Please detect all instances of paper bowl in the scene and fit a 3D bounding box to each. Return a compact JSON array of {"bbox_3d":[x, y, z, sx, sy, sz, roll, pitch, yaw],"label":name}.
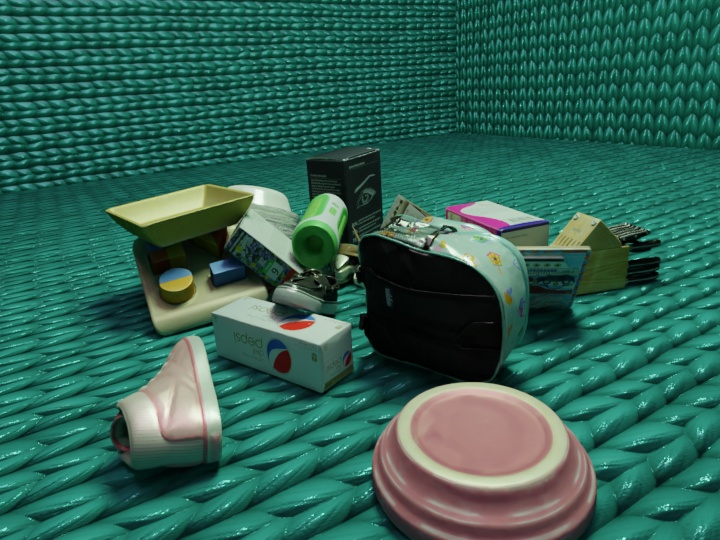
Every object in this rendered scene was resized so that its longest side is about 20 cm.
[{"bbox_3d":[-0.226,-0.115,1.145,0.193,0.108,0.201,5,-3,0],"label":"paper bowl"}]

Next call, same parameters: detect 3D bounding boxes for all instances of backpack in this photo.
[{"bbox_3d":[0.107,0.031,0.654,0.197,0.182,0.151,19,33,41],"label":"backpack"}]

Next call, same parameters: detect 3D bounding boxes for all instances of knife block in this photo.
[{"bbox_3d":[0.392,0.001,0.887,0.174,0.201,0.064,38,4,-20],"label":"knife block"}]

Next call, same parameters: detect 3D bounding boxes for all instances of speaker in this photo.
[{"bbox_3d":[-0.069,-0.075,0.964,0.085,0.091,0.201,-2,22,5],"label":"speaker"}]

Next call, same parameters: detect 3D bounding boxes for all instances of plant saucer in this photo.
[{"bbox_3d":[0.105,0.160,0.478,0.193,0.053,0.201,-3,20,1],"label":"plant saucer"},{"bbox_3d":[-0.302,-0.093,0.911,0.196,0.050,0.197,-22,25,-35],"label":"plant saucer"}]

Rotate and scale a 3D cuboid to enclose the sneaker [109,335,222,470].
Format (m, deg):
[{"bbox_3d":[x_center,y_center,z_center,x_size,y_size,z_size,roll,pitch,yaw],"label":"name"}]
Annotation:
[{"bbox_3d":[-0.210,0.134,0.571,0.101,0.078,0.200,-5,23,-22],"label":"sneaker"}]

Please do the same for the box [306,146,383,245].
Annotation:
[{"bbox_3d":[-0.029,-0.152,1.162,0.102,0.207,0.147,8,22,32],"label":"box"}]

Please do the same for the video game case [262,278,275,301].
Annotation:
[{"bbox_3d":[-0.220,-0.012,0.972,0.195,0.018,0.143,26,28,12],"label":"video game case"}]

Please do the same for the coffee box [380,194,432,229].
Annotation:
[{"bbox_3d":[0.116,-0.059,0.984,0.112,0.081,0.201,28,11,-16],"label":"coffee box"}]

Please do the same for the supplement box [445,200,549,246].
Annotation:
[{"bbox_3d":[0.243,-0.056,0.992,0.098,0.107,0.200,-10,21,-16],"label":"supplement box"}]

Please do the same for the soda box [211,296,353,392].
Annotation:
[{"bbox_3d":[-0.103,0.090,0.697,0.195,0.066,0.067,10,22,36],"label":"soda box"}]

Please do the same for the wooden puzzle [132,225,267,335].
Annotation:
[{"bbox_3d":[-0.265,-0.007,0.883,0.180,0.047,0.202,-15,52,-24],"label":"wooden puzzle"}]

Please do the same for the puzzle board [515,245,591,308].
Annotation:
[{"bbox_3d":[0.212,0.015,0.768,0.193,0.152,0.018,0,58,11],"label":"puzzle board"}]

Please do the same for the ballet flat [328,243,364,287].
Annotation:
[{"bbox_3d":[0.000,0.000,0.953,0.195,0.070,0.072,15,36,31],"label":"ballet flat"}]

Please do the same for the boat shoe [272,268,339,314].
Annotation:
[{"bbox_3d":[-0.072,0.027,0.765,0.066,0.059,0.200,12,-4,11],"label":"boat shoe"}]

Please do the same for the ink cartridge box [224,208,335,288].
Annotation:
[{"bbox_3d":[-0.131,-0.012,0.919,0.051,0.198,0.110,-46,16,15],"label":"ink cartridge box"}]

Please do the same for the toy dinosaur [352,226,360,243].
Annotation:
[{"bbox_3d":[0.072,0.008,0.854,0.193,0.062,0.108,15,33,-11],"label":"toy dinosaur"}]
